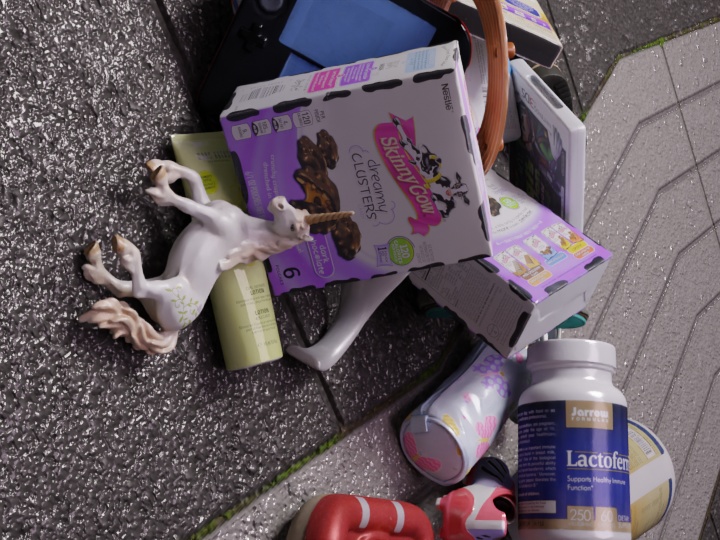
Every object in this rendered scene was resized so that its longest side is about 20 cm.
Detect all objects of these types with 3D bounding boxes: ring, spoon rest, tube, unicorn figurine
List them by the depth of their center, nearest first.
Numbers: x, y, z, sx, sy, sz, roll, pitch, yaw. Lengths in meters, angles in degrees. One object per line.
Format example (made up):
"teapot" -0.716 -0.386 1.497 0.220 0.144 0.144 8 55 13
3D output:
"unicorn figurine" -0.125 -0.021 0.814 0.137 0.074 0.201 40 92 -29
"tube" -0.111 -0.019 0.876 0.058 0.051 0.204 38 40 -88
"ring" 0.097 -0.181 0.922 0.019 0.200 0.205 -6 89 -13
"spoon rest" 0.000 0.000 0.964 0.203 0.098 0.061 -61 156 -6

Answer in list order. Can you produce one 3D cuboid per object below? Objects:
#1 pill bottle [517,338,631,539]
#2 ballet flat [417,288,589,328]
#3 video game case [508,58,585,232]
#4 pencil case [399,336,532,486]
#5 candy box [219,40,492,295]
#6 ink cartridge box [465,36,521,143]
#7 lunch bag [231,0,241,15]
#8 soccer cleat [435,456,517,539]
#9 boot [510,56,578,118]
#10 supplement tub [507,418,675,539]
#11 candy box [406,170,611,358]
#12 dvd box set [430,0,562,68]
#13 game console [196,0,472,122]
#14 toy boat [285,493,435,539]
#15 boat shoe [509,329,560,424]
"pill bottle" 0.218 0.179 1.059 0.115 0.114 0.205 17 69 -47
"ballet flat" 0.157 0.022 1.114 0.196 0.067 0.065 5 70 -13
"video game case" 0.203 -0.106 1.144 0.183 0.023 0.203 -112 -167 -55
"pencil case" 0.122 0.137 1.098 0.200 0.082 0.092 -43 130 -43
"candy box" 0.002 -0.083 0.864 0.072 0.196 0.171 -79 156 -61
"ink cartridge box" 0.078 -0.201 1.099 0.198 0.083 0.148 -11 92 -51
"lunch bag" -0.017 -0.204 0.929 0.076 0.158 0.203 -100 165 -69
"soccer cleat" 0.137 0.242 1.075 0.199 0.075 0.068 -5 96 -68
"boot" 0.222 -0.215 1.288 0.202 0.076 0.140 74 -1 -52
"supplement tub" 0.269 0.261 1.209 0.198 0.143 0.148 -9 91 -50
"candy box" 0.126 -0.023 1.035 0.167 0.199 0.072 -23 144 -48
"dvd box set" 0.126 -0.293 1.090 0.144 0.030 0.202 18 32 -19
"game console" -0.020 -0.172 0.886 0.197 0.031 0.179 26 104 -13
"toy boat" 0.024 0.272 0.925 0.198 0.129 0.133 20 69 -47
"boat shoe" 0.207 0.083 1.216 0.060 0.075 0.204 19 71 -40
